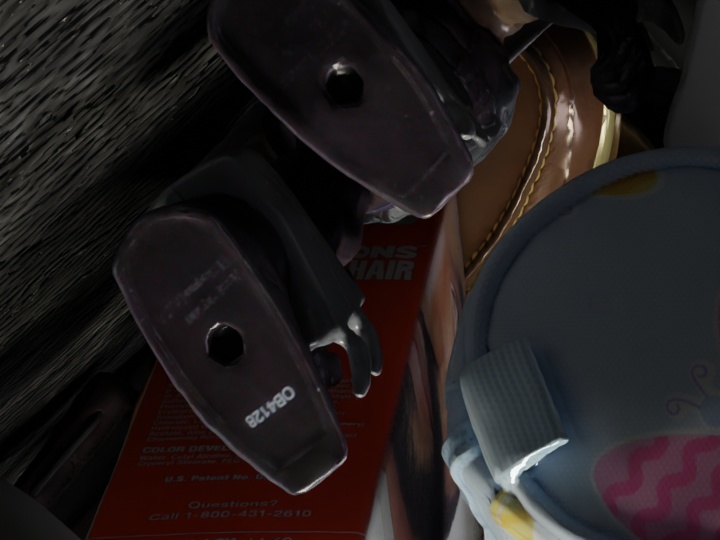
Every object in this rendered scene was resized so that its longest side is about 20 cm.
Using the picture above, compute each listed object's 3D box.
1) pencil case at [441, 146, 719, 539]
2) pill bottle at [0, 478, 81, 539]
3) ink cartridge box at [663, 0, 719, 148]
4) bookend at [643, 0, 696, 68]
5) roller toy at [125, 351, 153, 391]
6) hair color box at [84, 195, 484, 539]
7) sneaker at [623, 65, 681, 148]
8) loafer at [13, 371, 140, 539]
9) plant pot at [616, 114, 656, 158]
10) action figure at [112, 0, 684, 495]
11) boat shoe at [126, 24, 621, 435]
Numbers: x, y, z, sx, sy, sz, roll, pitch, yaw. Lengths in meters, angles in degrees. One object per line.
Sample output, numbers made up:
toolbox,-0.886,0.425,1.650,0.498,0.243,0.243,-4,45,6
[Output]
pencil case,0.060,0.048,0.597,0.090,0.084,0.200,-3,158,0
pill bottle,-0.138,0.149,0.732,0.200,0.114,0.114,-43,177,7
ink cartridge box,0.122,-0.075,0.653,0.200,0.084,0.146,-19,122,-82
bookend,0.181,-0.139,0.971,0.199,0.092,0.200,-41,176,-13
roller toy,-0.003,0.064,1.020,0.200,0.140,0.182,-40,166,-1
hair color box,-0.012,0.068,0.679,0.063,0.112,0.200,-2,-154,8
sneaker,0.095,-0.006,0.857,0.104,0.060,0.199,-43,-157,-23
loafer,-0.131,0.107,0.873,0.200,0.063,0.072,-37,-167,-17
plant pot,0.040,0.052,0.816,0.200,0.027,0.201,-43,-143,45
action figure,0.003,-0.023,0.597,0.130,0.069,0.200,-50,178,14
boat shoe,0.000,0.000,0.793,0.067,0.072,0.200,-30,165,-46
